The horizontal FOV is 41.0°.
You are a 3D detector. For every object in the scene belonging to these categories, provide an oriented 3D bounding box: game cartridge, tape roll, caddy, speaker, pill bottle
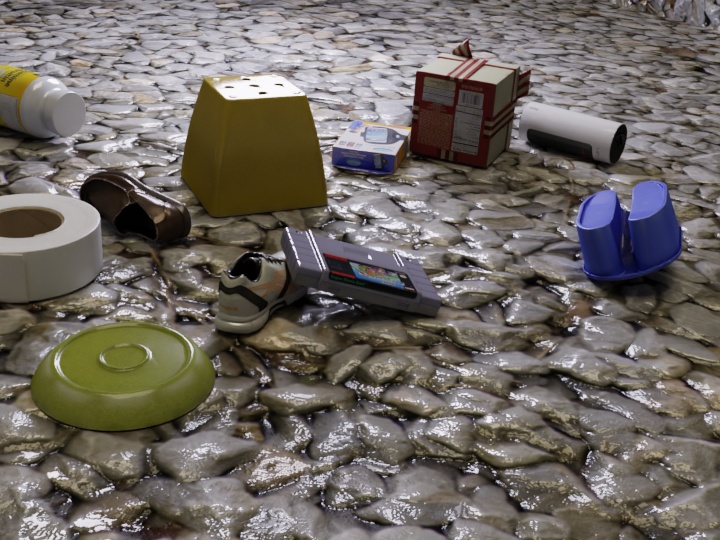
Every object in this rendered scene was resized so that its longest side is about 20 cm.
[{"bbox_3d":[0.000,0.000,1.254,0.198,0.039,0.130,14,18,-20],"label":"game cartridge"},{"bbox_3d":[-0.443,-0.033,1.274,0.200,0.071,0.203,4,26,-2],"label":"tape roll"},{"bbox_3d":[0.390,-0.049,1.395,0.140,0.106,0.200,-11,20,23],"label":"caddy"},{"bbox_3d":[0.413,-0.269,1.874,0.199,0.082,0.081,22,31,31],"label":"speaker"},{"bbox_3d":[-0.602,-0.306,1.766,0.199,0.113,0.112,18,29,27],"label":"pill bottle"}]

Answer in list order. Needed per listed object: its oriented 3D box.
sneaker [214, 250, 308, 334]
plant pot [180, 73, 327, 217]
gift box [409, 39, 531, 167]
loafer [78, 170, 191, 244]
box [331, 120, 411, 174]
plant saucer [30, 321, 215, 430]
[{"bbox_3d":[-0.119,0.008,1.229,0.073,0.081,0.200,10,24,17],"label":"sneaker"},{"bbox_3d":[-0.175,-0.214,1.565,0.198,0.178,0.200,-8,28,-23],"label":"plant pot"},{"bbox_3d":[0.209,-0.320,1.824,0.183,0.202,0.187,18,27,17],"label":"gift box"},{"bbox_3d":[-0.341,-0.093,1.406,0.198,0.074,0.071,18,28,26],"label":"loafer"},{"bbox_3d":[0.021,-0.227,1.779,0.118,0.042,0.200,9,24,10],"label":"box"},{"bbox_3d":[-0.260,0.106,1.060,0.198,0.031,0.200,4,25,-2],"label":"plant saucer"}]
